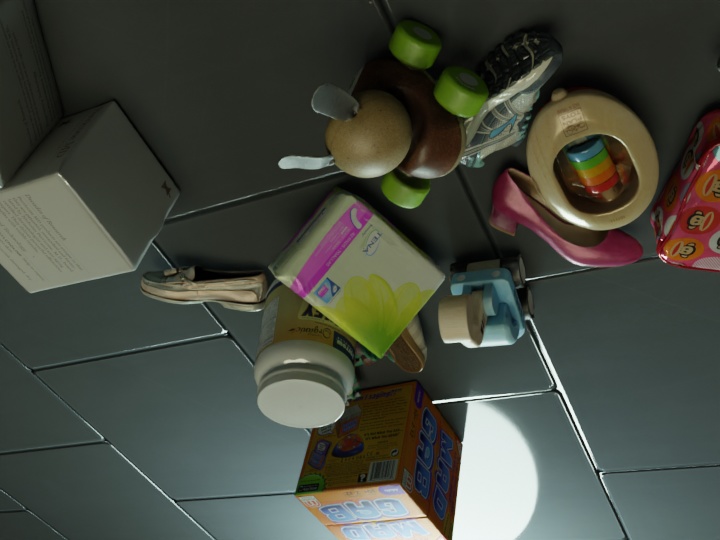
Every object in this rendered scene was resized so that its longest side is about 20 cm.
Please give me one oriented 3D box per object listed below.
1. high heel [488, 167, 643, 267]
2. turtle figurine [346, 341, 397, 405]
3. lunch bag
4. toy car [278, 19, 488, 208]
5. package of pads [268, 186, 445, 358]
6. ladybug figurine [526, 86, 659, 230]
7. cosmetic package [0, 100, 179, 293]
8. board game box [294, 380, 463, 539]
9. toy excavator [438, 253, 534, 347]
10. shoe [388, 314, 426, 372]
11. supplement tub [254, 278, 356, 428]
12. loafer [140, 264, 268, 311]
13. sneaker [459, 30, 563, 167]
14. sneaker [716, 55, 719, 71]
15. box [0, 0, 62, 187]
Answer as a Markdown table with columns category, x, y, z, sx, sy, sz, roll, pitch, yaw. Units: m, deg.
| category | x | y | z | sx | sy | sz | roll | pitch | yaw |
| --- | --- | --- | --- | --- | --- | --- | --- | --- | --- |
| high heel | 0.259 | -0.068 | 0.942 | 0.200 | 0.067 | 0.096 | 22 | 148 | 12 |
| turtle figurine | -0.038 | 0.170 | 1.231 | 0.200 | 0.150 | 0.101 | -38 | 80 | 28 |
| lunch bag | 0.445 | -0.083 | 0.868 | 0.176 | 0.082 | 0.200 | 8 | 138 | 2 |
| toy car | 0.004 | -0.157 | 0.804 | 0.158 | 0.200 | 0.164 | 52 | 134 | 24 |
| package of pads | 0.000 | 0.000 | 1.035 | 0.200 | 0.068 | 0.155 | 40 | 90 | -22 |
| ladybug figurine | 0.261 | -0.133 | 0.866 | 0.136 | 0.072 | 0.200 | -18 | 130 | 22 |
| cosmetic package | -0.391 | -0.095 | 1.029 | 0.200 | 0.167 | 0.166 | -11 | 130 | 25 |
| board game box | 0.040 | 0.343 | 1.321 | 0.200 | 0.200 | 0.200 | -15 | 129 | 28 |
| toy excavator | 0.160 | 0.058 | 0.999 | 0.100 | 0.200 | 0.195 | -8 | 132 | 22 |
| shoe | 0.049 | 0.070 | 1.156 | 0.070 | 0.053 | 0.200 | -2 | 130 | 37 |
| supplement tub | -0.077 | 0.112 | 1.111 | 0.144 | 0.200 | 0.145 | 2 | 137 | 1 |
| loafer | -0.239 | 0.015 | 1.177 | 0.200 | 0.072 | 0.063 | 8 | 119 | 0 |
| sneaker | 0.162 | -0.187 | 0.858 | 0.086 | 0.078 | 0.200 | 22 | 144 | -24 |
| sneaker | 0.460 | -0.228 | 0.703 | 0.146 | 0.077 | 0.202 | 32 | 145 | 0 |
| box | -0.506 | -0.236 | 0.916 | 0.199 | 0.171 | 0.200 | 10 | 136 | 6 |
